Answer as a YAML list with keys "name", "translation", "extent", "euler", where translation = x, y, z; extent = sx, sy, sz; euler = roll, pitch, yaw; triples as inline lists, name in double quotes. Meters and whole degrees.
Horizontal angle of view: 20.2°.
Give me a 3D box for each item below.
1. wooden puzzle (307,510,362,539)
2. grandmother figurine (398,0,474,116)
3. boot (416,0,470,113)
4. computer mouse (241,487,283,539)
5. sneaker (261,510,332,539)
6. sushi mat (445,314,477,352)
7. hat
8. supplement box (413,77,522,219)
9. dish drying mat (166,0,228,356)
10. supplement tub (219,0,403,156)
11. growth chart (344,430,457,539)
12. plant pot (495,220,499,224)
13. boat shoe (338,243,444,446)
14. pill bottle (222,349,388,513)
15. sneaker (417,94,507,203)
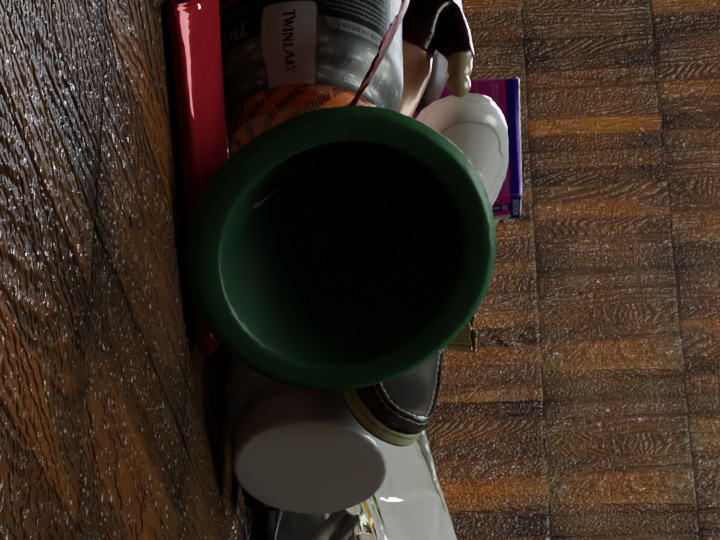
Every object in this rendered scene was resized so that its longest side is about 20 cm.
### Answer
- name: "wooden puzzle"
  translation: [-0.017, 0.267, 1.362]
  extent: [0.185, 0.046, 0.201]
  euler: [-41, 133, -57]
- name: "grandmother figurine"
  translation: [0.024, -0.149, 1.358]
  extent: [0.200, 0.121, 0.061]
  euler: [-62, 169, -16]
- name: "boot"
  translation: [0.034, -0.175, 1.494]
  extent: [0.167, 0.072, 0.200]
  euler: [71, 34, -44]
- name: "computer mouse"
  translation: [-0.059, 0.152, 1.274]
  extent: [0.200, 0.058, 0.034]
  euler: [-82, 152, -49]
- name: "sneaker"
  translation: [-0.019, 0.152, 1.458]
  extent: [0.078, 0.099, 0.201]
  euler: [83, 6, -52]
- name: "sushi mat"
  translation: [0.000, 0.000, 1.388]
  extent: [0.012, 0.199, 0.096]
  euler: [-10, 102, -48]
- name: "hat"
  translation: [-0.004, -0.050, 1.187]
  extent: [0.166, 0.200, 0.176]
  euler: [53, 12, -21]
- name: "supplement box"
  translation: [0.032, -0.096, 1.660]
  extent: [0.101, 0.199, 0.104]
  euler: [60, 29, -81]
- name: "dish drying mat"
  translation: [-0.090, -0.058, 1.151]
  extent: [0.077, 0.018, 0.201]
  euler: [-67, 155, -72]
- name: "supplement tub"
  translation: [-0.034, -0.158, 1.280]
  extent: [0.123, 0.122, 0.201]
  euler: [81, 7, -58]
- name: "growth chart"
  translation: [0.017, 0.141, 1.389]
  extent: [0.145, 0.018, 0.201]
  euler: [13, 56, -55]
- name: "plant pot"
  translation: [0.021, -0.030, 1.788]
  extent: [0.200, 0.186, 0.188]
  euler: [-67, 157, -50]
- name: "boat shoe"
  translation: [0.023, 0.010, 1.207]
  extent: [0.065, 0.073, 0.201]
  euler: [-41, -142, 37]
- name: "pill bottle"
  translation: [-0.029, 0.045, 1.277]
  extent: [0.117, 0.116, 0.201]
  euler: [83, 5, -48]
- name: "sneaker"
  translation: [0.061, -0.027, 1.400]
  extent: [0.100, 0.078, 0.201]
  euler: [-99, -161, -50]
